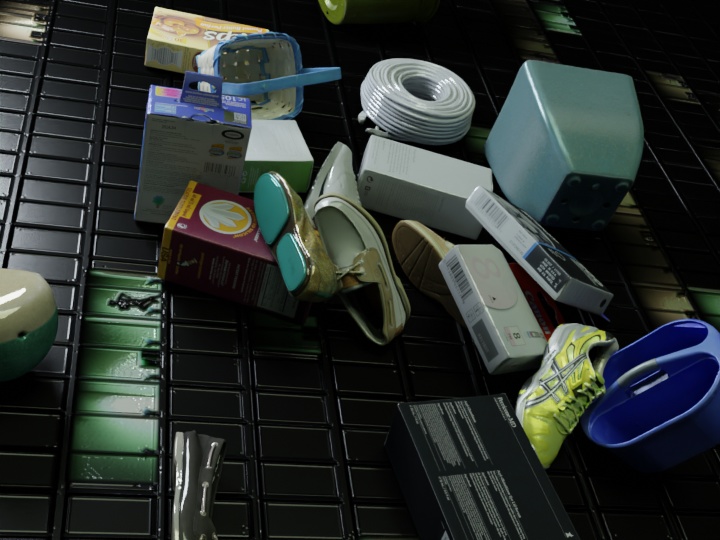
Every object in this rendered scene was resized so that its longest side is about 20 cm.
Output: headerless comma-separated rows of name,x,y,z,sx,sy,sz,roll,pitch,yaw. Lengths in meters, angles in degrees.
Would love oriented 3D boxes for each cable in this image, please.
cable,0.097,-0.290,1.665,0.197,0.070,0.202,12,39,-8

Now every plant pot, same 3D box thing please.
plant pot,0.327,-0.176,1.536,0.192,0.198,0.202,5,49,-15
plant pot,0.021,-0.553,1.868,0.190,0.202,0.201,-20,51,-22

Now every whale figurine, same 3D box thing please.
whale figurine,-0.411,0.054,1.067,0.198,0.105,0.158,17,32,40

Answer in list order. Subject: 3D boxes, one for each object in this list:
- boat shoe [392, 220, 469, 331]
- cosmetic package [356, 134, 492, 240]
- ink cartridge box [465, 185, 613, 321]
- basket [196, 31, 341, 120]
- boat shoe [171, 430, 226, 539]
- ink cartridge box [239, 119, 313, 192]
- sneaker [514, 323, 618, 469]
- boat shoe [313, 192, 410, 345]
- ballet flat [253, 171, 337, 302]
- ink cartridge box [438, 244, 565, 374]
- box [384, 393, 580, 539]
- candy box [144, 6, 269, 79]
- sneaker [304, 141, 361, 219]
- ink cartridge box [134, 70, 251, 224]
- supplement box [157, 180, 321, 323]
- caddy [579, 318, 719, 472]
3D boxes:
boat shoe,0.124,0.006,1.336,0.066,0.074,0.200,-23,65,-45
cosmetic package,0.094,-0.125,1.472,0.197,0.075,0.102,17,39,-4
ink cartridge box,0.258,-0.021,1.365,0.199,0.044,0.199,20,25,-54
basket,-0.146,-0.288,1.492,0.174,0.142,0.199,-14,14,-33
boat shoe,-0.156,0.236,0.959,0.056,0.068,0.201,2,38,-11
ink cartridge box,-0.177,-0.167,1.424,0.197,0.060,0.105,-2,43,-23
sneaker,0.244,0.144,1.167,0.075,0.076,0.202,46,57,-31
boat shoe,0.000,0.000,1.212,0.202,0.074,0.069,58,32,-19
ballet flat,-0.076,-0.038,1.181,0.070,0.071,0.201,-3,44,-23
ink cartridge box,0.209,0.045,1.272,0.198,0.057,0.164,-4,60,-38
box,0.125,0.236,1.057,0.139,0.080,0.201,-3,43,-20
candy box,-0.253,-0.371,1.636,0.197,0.056,0.116,10,40,-11
sneaker,-0.034,-0.103,1.406,0.079,0.077,0.202,22,46,-7
ink cartridge box,-0.217,-0.157,1.285,0.134,0.202,0.077,6,40,-14
supplement box,-0.145,-0.025,1.250,0.197,0.086,0.111,17,38,-2
caddy,0.353,0.144,1.163,0.105,0.199,0.143,38,32,-27
